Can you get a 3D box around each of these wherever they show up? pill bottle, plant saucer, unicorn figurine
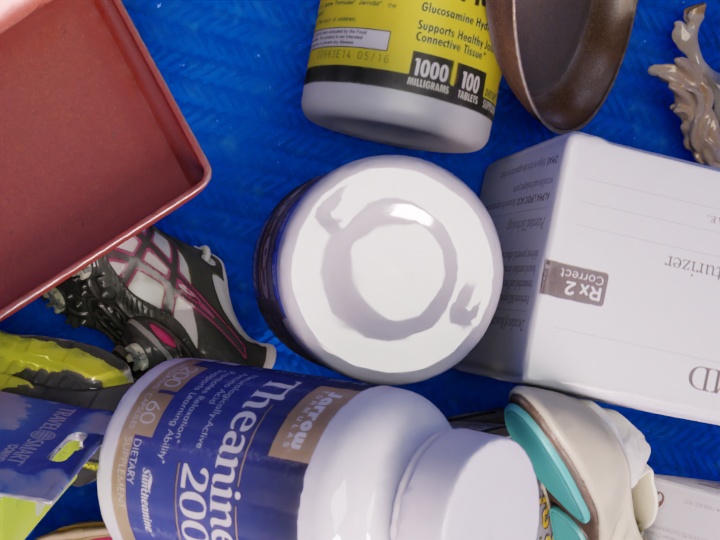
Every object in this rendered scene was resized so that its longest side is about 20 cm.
[{"bbox_3d":[-0.021,0.106,0.721,0.111,0.199,0.111,-9,102,-53],"label":"pill bottle"},{"bbox_3d":[0.117,-0.180,0.865,0.032,0.200,0.201,9,88,29],"label":"plant saucer"},{"bbox_3d":[-0.195,-0.064,0.822,0.199,0.037,0.200,-32,61,4],"label":"plant saucer"},{"bbox_3d":[0.000,0.000,0.821,0.113,0.200,0.114,0,89,-10],"label":"pill bottle"},{"bbox_3d":[0.284,-0.123,0.938,0.199,0.074,0.138,-22,103,6],"label":"unicorn figurine"},{"bbox_3d":[0.037,-0.176,0.871,0.112,0.112,0.201,11,88,-9],"label":"pill bottle"}]

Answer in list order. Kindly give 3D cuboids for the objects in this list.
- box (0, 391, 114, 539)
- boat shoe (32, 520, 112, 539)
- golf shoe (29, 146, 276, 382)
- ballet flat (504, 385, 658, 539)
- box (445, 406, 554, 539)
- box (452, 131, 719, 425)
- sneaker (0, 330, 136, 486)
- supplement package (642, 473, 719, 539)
[{"bbox_3d":[-0.230,0.092,0.745,0.199,0.122,0.048,10,107,6],"label":"box"},{"bbox_3d":[-0.102,0.176,0.823,0.199,0.069,0.074,0,84,26],"label":"boat shoe"},{"bbox_3d":[-0.133,0.003,0.875,0.088,0.077,0.200,-31,86,-39],"label":"golf shoe"},{"bbox_3d":[0.124,0.111,0.790,0.069,0.200,0.070,-9,49,11],"label":"ballet flat"},{"bbox_3d":[0.080,0.158,0.839,0.048,0.200,0.159,0,89,26],"label":"box"},{"bbox_3d":[0.171,0.014,0.847,0.198,0.200,0.131,12,88,-8],"label":"box"},{"bbox_3d":[-0.221,0.071,0.850,0.199,0.085,0.075,20,46,11],"label":"sneaker"},{"bbox_3d":[0.210,0.228,0.876,0.117,0.117,0.201,11,88,-38],"label":"supplement package"}]
